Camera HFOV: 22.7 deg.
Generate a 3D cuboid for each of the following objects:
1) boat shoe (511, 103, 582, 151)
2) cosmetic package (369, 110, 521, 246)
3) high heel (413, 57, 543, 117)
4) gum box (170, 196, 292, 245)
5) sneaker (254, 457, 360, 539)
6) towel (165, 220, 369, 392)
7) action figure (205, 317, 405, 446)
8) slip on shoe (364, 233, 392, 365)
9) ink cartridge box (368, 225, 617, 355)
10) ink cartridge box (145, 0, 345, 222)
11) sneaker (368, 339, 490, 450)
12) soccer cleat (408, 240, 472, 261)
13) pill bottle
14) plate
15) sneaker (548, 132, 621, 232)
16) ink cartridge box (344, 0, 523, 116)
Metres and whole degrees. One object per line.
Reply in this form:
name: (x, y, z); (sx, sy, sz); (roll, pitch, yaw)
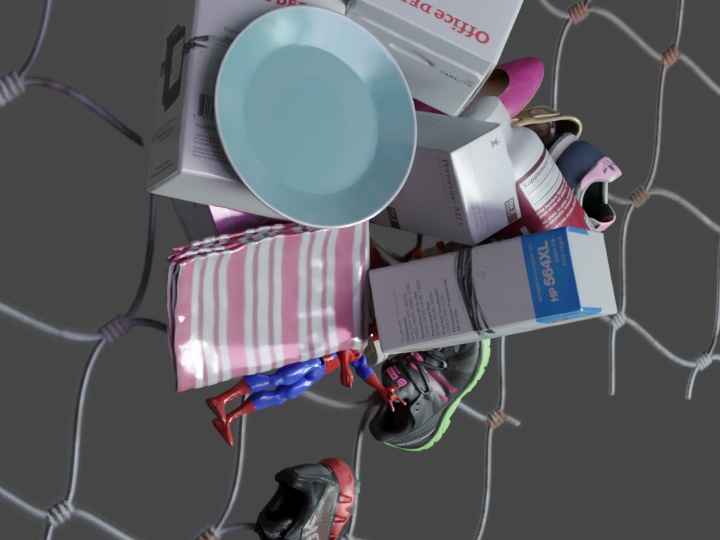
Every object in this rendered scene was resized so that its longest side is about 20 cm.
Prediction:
boat shoe: (0.149, -0.129, 1.888); (0.200, 0.064, 0.071); (-29, 116, -33)
cosmetic package: (0.054, -0.095, 1.723); (0.074, 0.200, 0.102); (-31, 117, -31)
high heel: (0.106, -0.192, 1.840); (0.200, 0.067, 0.096); (-30, 127, -18)
gum box: (-0.093, -0.017, 1.702); (0.113, 0.066, 0.200); (-33, 119, -30)
sneaker: (-0.066, 0.283, 1.784); (0.098, 0.071, 0.201); (11, 89, -42)
towel: (-0.081, 0.029, 1.641); (0.200, 0.030, 0.147); (-12, 121, -21)
action figure: (-0.038, 0.114, 1.724); (0.200, 0.099, 0.065); (-33, 148, -16)
slip on shoe: (0.000, 0.000, 1.785); (0.061, 0.074, 0.200); (-40, 128, -34)
ink cartridge box: (0.125, 0.020, 1.694); (0.146, 0.200, 0.085); (3, 76, -70)
ink cartridge box: (-0.102, -0.160, 1.601); (0.145, 0.084, 0.200); (12, 74, -26)
sneaker: (0.069, 0.104, 1.824); (0.084, 0.077, 0.200); (2, 120, -39)
soccer cleat: (0.112, -0.010, 1.882); (0.200, 0.069, 0.078); (-41, 141, -24)
pill bottle: (0.152, -0.069, 1.796); (0.113, 0.113, 0.200); (-44, 111, -25)
plate: (-0.041, -0.133, 1.565); (0.200, 0.026, 0.201); (7, 76, -29)
sneaker: (0.231, -0.048, 1.930); (0.070, 0.082, 0.200); (-36, 144, -34)
ink cartridge box: (0.080, -0.280, 1.695); (0.147, 0.146, 0.200); (25, 71, -4)
